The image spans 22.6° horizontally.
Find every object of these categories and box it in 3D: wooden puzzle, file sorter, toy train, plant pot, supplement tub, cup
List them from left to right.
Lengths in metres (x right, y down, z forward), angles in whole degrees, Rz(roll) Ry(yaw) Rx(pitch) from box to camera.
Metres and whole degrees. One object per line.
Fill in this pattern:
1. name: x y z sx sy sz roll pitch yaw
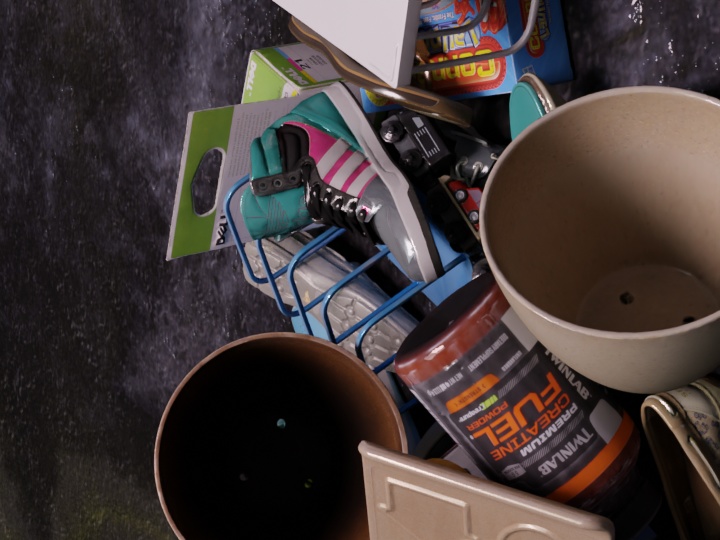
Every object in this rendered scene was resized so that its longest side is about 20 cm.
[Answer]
1. plant pot: -0.062 0.150 1.409 0.200 0.186 0.188 115 137 -82
2. file sorter: 0.000 0.000 1.441 0.200 0.122 0.139 45 163 35
3. file sorter: 0.023 -0.241 1.265 0.200 0.124 0.139 40 133 41
4. toy train: 0.079 -0.040 1.332 0.200 0.046 0.034 59 -178 21
5. wooden puzzle: 0.093 0.201 1.249 0.184 0.046 0.201 16 137 25
6. supplement tub: 0.123 0.104 1.256 0.200 0.107 0.107 48 146 -8
7. cup: 0.186 0.000 1.186 0.200 0.200 0.143 48 166 35

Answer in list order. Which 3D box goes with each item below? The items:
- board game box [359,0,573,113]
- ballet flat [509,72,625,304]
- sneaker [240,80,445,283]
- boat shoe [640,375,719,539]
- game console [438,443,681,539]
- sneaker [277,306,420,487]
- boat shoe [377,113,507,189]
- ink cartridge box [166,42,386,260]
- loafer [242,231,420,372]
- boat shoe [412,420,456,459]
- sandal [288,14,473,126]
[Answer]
1. board game box: 0.063 -0.228 1.373 0.200 0.056 0.197 -2 99 55
2. ballet flat: 0.155 -0.047 1.295 0.069 0.069 0.201 5 109 54
3. sneaker: -0.026 -0.048 1.344 0.200 0.120 0.084 59 174 39
4. boat shoe: 0.243 0.176 1.250 0.073 0.062 0.201 -25 81 55
5. game console: 0.136 0.204 1.325 0.177 0.031 0.200 -41 80 13
6. sneaker: -0.039 0.109 1.575 0.201 0.130 0.080 60 144 24
7. boat shoe: 0.086 -0.071 1.390 0.200 0.062 0.073 36 128 43
8. ink cartridge box: -0.083 -0.104 1.499 0.076 0.199 0.148 45 135 38
9. loafer: -0.013 0.020 1.563 0.200 0.070 0.070 35 133 22
10. boat shoe: 0.064 0.197 1.513 0.060 0.074 0.200 58 134 32
11. sandal: 0.017 -0.167 1.363 0.200 0.081 0.055 45 114 47
